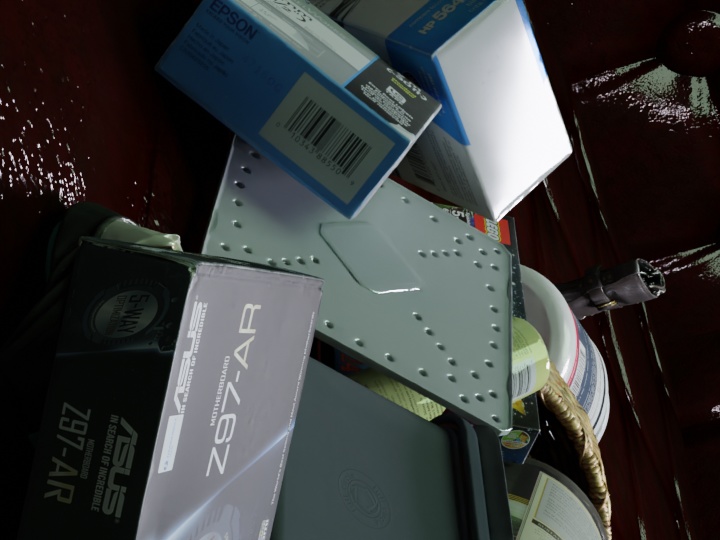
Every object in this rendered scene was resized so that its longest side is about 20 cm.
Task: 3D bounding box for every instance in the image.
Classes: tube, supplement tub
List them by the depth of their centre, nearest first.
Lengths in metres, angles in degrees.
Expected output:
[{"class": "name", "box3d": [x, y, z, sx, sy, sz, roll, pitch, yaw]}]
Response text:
[{"class": "tube", "box3d": [0.027, 0.081, 1.068, 0.058, 0.200, 0.052, 46, -41, 28]}, {"class": "supplement tub", "box3d": [0.124, 0.086, 1.437, 0.200, 0.140, 0.141, 48, 30, -63]}]

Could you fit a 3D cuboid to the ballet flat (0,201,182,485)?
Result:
[{"class": "ballet flat", "box3d": [-0.104, 0.023, 0.741, 0.200, 0.068, 0.068, -81, 150, -61]}]

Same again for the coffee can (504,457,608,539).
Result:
[{"class": "coffee can", "box3d": [0.076, 0.209, 1.086, 0.200, 0.146, 0.147, -41, 114, -75]}]

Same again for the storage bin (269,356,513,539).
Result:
[{"class": "storage bin", "box3d": [-0.024, 0.140, 0.833, 0.134, 0.146, 0.200, 35, 31, -26]}]

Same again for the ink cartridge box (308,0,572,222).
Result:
[{"class": "ink cartridge box", "box3d": [0.032, -0.138, 1.207, 0.200, 0.084, 0.146, 29, -27, 45]}]

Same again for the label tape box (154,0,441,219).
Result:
[{"class": "label tape box", "box3d": [-0.027, -0.117, 1.078, 0.143, 0.066, 0.200, 37, 19, -1]}]

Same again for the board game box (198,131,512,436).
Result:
[{"class": "board game box", "box3d": [0.000, 0.000, 1.042, 0.200, 0.026, 0.200, 29, 29, -13]}]

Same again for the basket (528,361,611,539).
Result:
[{"class": "basket", "box3d": [0.103, 0.164, 1.256, 0.149, 0.143, 0.200, -54, 126, -74]}]

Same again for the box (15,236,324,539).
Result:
[{"class": "box", "box3d": [-0.075, 0.092, 0.655, 0.160, 0.043, 0.200, 13, 90, -75]}]

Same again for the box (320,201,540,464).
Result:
[{"class": "box", "box3d": [0.042, 0.033, 1.188, 0.200, 0.136, 0.038, -92, -164, -45]}]

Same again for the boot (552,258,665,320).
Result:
[{"class": "boot", "box3d": [0.246, 0.038, 1.912, 0.200, 0.174, 0.069, 28, 47, -71]}]
